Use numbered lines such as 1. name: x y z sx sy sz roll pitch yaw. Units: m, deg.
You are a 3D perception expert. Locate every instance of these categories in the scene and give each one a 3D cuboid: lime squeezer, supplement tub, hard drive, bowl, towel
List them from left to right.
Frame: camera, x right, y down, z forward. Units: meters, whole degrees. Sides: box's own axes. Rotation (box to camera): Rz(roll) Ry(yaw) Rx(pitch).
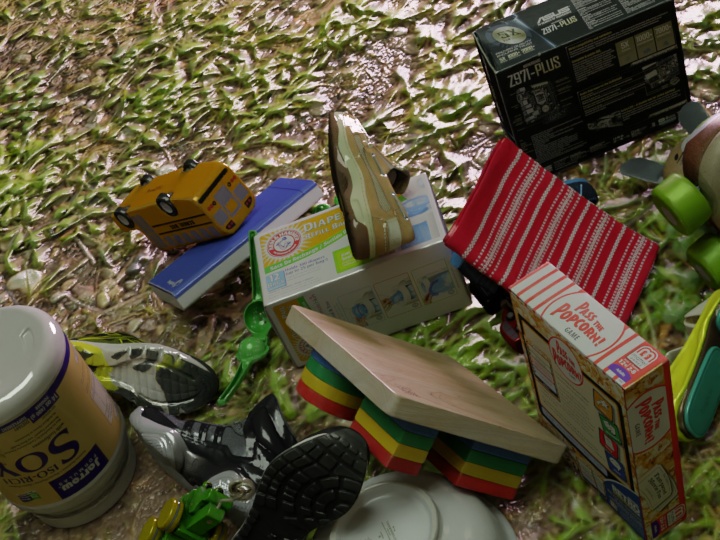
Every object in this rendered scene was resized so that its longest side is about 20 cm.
1. supplement tub: -0.319 0.148 1.278 0.144 0.201 0.146 -13 44 13
2. hard drive: -0.143 -0.034 1.460 0.200 0.025 0.132 -40 18 -14
3. lime squeezer: -0.113 0.063 1.364 0.037 0.071 0.202 5 62 6
4. bowl: 0.033 0.244 1.105 0.199 0.091 0.202 -13 44 13
5. towel: 0.187 -0.025 1.249 0.199 0.022 0.145 35 60 -3

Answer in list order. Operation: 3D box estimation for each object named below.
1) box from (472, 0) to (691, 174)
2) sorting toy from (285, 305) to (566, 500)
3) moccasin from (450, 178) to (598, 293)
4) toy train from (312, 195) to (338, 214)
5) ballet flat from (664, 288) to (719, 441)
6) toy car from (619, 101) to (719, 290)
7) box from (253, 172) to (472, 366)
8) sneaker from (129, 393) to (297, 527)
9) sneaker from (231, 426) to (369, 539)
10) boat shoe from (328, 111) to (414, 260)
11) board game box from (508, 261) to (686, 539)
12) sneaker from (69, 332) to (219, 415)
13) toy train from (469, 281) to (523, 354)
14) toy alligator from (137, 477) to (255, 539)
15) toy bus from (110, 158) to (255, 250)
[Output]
1. box: 0.241 -0.211 1.391 0.199 0.164 0.086 -23 43 4
2. sorting toy: 0.045 0.122 1.151 0.199 0.199 0.070 36 104 54
3. moccasin: 0.175 -0.027 1.304 0.199 0.081 0.068 -30 67 -31
4. toy train: -0.024 -0.052 1.454 0.199 0.042 0.057 -31 53 -5
5. ballet flat: 0.312 0.068 1.168 0.067 0.067 0.200 0 47 53
6. toy car: 0.341 -0.107 1.269 0.164 0.158 0.200 -40 32 0
7. box: 0.000 0.000 1.345 0.198 0.102 0.113 -20 43 5
8. sneaker: -0.132 0.166 1.270 0.199 0.076 0.114 28 64 34
9. sneaker: -0.051 0.185 1.118 0.200 0.075 0.088 -52 4 35
10. boat shoe: 0.013 -0.089 1.311 0.075 0.072 0.201 -10 49 -5
11. board game box: 0.198 0.111 1.072 0.046 0.201 0.152 -31 44 -14
12. sneaker: -0.239 0.097 1.383 0.198 0.075 0.085 10 19 13
13. toy train: 0.159 0.056 1.267 0.046 0.034 0.200 -33 43 -3
14. toy alligator: -0.147 0.221 1.183 0.200 0.059 0.055 -44 25 38
15. toy bus: -0.210 -0.073 1.500 0.199 0.078 0.065 -10 39 53
